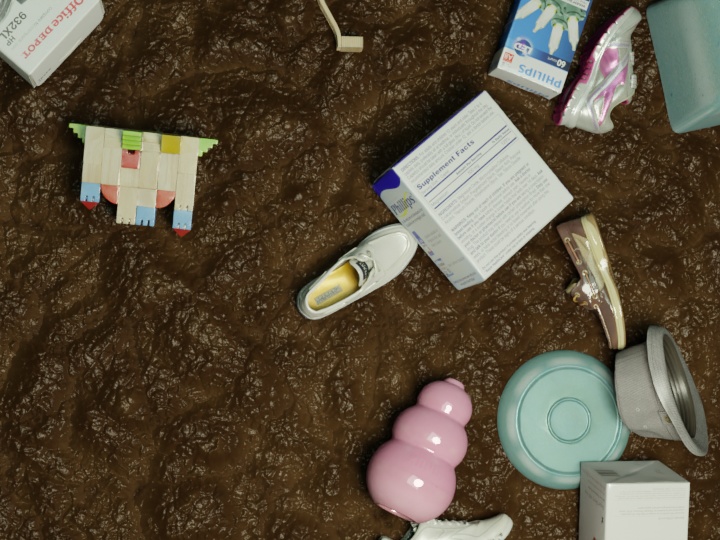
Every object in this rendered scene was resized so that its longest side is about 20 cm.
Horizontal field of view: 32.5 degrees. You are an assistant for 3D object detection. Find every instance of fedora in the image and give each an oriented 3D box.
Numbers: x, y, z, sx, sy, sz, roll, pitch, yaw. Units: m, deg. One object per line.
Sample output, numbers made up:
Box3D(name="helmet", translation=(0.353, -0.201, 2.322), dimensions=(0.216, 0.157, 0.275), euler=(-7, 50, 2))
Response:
Box3D(name="fedora", translation=(0.413, 0.176, 1.741), dimensions=(0.090, 0.177, 0.200), euler=(-18, 130, 24))

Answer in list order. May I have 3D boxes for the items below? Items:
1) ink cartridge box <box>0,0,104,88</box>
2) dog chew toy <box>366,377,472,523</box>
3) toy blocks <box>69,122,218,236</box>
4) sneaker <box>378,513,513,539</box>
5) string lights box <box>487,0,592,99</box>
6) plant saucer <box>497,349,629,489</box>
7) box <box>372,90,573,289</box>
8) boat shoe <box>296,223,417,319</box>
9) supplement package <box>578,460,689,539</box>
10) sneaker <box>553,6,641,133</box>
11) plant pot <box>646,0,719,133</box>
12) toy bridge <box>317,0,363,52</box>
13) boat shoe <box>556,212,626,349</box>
Box3D(name="ink cartridge box", translation=(-0.468, -0.371, 1.665), dimensions=(0.200, 0.084, 0.145), euler=(42, 82, -4))
Box3D(name="dog chew toy", translation=(0.090, 0.242, 1.697), dimensions=(0.124, 0.125, 0.200), euler=(28, 76, -6))
Box3D(name="toy blocks", translation=(-0.300, -0.121, 1.680), dimensions=(0.199, 0.100, 0.137), euler=(6, 97, -8))
Box3D(name="sneaker", translation=(0.116, 0.374, 1.718), dimensions=(0.200, 0.075, 0.081), euler=(-21, 81, -9))
Box3D(name="string lights box", translation=(0.267, -0.360, 1.780), dimensions=(0.103, 0.059, 0.200), euler=(20, 85, -8))
Box3D(name="plant saucer", translation=(0.296, 0.214, 1.771), dimensions=(0.200, 0.027, 0.201), euler=(0, 87, -9))
Box3D(name="box", translation=(0.154, -0.109, 1.716), dimensions=(0.184, 0.105, 0.200), euler=(-41, 93, -18))
Box3D(name="boat shoe", translation=(0.000, 0.000, 1.717), dimensions=(0.200, 0.070, 0.071), euler=(-32, 93, -11))
Box3D(name="supplement package", translation=(0.375, 0.376, 1.713), dimensions=(0.119, 0.121, 0.201), euler=(0, 95, -7))
Box3D(name="sneaker", translation=(0.359, -0.283, 1.784), dimensions=(0.088, 0.081, 0.200), euler=(27, 92, -7))
Box3D(name="plant pot", translation=(0.550, -0.321, 1.748), dimensions=(0.195, 0.200, 0.197), euler=(-12, 89, -9))
Box3D(name="toy bridge", translation=(-0.030, -0.412, 1.757), dimensions=(0.067, 0.027, 0.201), euler=(0, 87, -7))
Box3D(name="boat shoe", translation=(0.329, 0.021, 1.771), dimensions=(0.072, 0.072, 0.200), euler=(-16, 95, 12))
